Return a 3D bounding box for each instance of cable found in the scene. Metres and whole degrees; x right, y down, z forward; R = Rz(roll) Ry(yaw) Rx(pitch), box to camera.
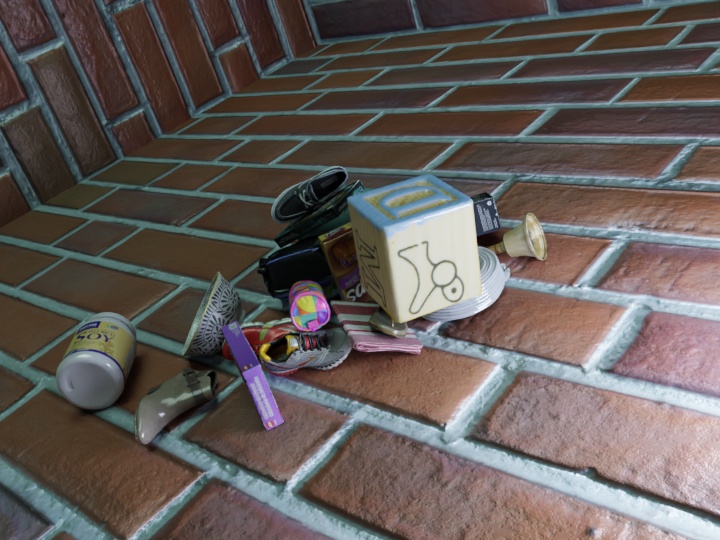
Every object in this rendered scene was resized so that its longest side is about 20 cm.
[{"bbox_3d":[0.201,0.026,1.665,0.199,0.070,0.200,-6,30,24],"label":"cable"}]

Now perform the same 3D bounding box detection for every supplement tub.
[{"bbox_3d":[-0.583,0.197,1.791,0.144,0.146,0.200,-17,28,6],"label":"supplement tub"}]

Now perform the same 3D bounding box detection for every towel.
[{"bbox_3d":[0.027,0.112,1.606,0.143,0.023,0.200,6,20,-19],"label":"towel"}]

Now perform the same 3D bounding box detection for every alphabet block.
[{"bbox_3d":[0.104,-0.048,1.549,0.194,0.201,0.196,-16,27,-14],"label":"alphabet block"}]

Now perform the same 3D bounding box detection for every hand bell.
[{"bbox_3d":[0.293,-0.047,1.744,0.199,0.105,0.104,-18,25,30],"label":"hand bell"}]

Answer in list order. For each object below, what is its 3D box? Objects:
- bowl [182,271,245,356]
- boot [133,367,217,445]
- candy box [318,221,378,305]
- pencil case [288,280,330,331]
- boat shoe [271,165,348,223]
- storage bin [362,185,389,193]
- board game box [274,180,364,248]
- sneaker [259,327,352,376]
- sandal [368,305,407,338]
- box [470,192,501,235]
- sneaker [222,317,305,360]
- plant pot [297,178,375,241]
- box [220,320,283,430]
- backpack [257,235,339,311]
[{"bbox_3d":[-0.316,0.112,1.788,0.094,0.202,0.201,23,25,-14],"label":"bowl"},{"bbox_3d":[-0.365,0.265,1.609,0.145,0.071,0.200,-15,28,5],"label":"boot"},{"bbox_3d":[0.000,0.000,1.703,0.116,0.201,0.056,-25,24,-9],"label":"candy box"},{"bbox_3d":[-0.106,0.072,1.638,0.088,0.089,0.200,-20,6,-1],"label":"pencil case"},{"bbox_3d":[-0.114,-0.169,1.806,0.199,0.072,0.068,-29,12,-1],"label":"boat shoe"},{"bbox_3d":[0.070,-0.068,1.808,0.144,0.201,0.135,-14,39,10],"label":"storage bin"},{"bbox_3d":[-0.093,-0.127,1.811,0.199,0.028,0.135,-24,18,40],"label":"board game box"},{"bbox_3d":[-0.109,0.159,1.596,0.199,0.082,0.078,-18,58,10],"label":"sneaker"},{"bbox_3d":[0.068,0.081,1.601,0.080,0.054,0.200,16,19,11],"label":"sandal"},{"bbox_3d":[0.239,-0.120,1.835,0.140,0.079,0.200,-14,7,7],"label":"box"},{"bbox_3d":[-0.204,0.155,1.699,0.199,0.077,0.085,-16,32,8],"label":"sneaker"},{"bbox_3d":[-0.030,-0.128,1.987,0.195,0.201,0.201,3,34,23],"label":"plant pot"},{"bbox_3d":[-0.212,0.200,1.549,0.039,0.138,0.200,-24,27,-11],"label":"box"},{"bbox_3d":[-0.129,0.007,1.820,0.182,0.148,0.200,-20,9,-2],"label":"backpack"}]
